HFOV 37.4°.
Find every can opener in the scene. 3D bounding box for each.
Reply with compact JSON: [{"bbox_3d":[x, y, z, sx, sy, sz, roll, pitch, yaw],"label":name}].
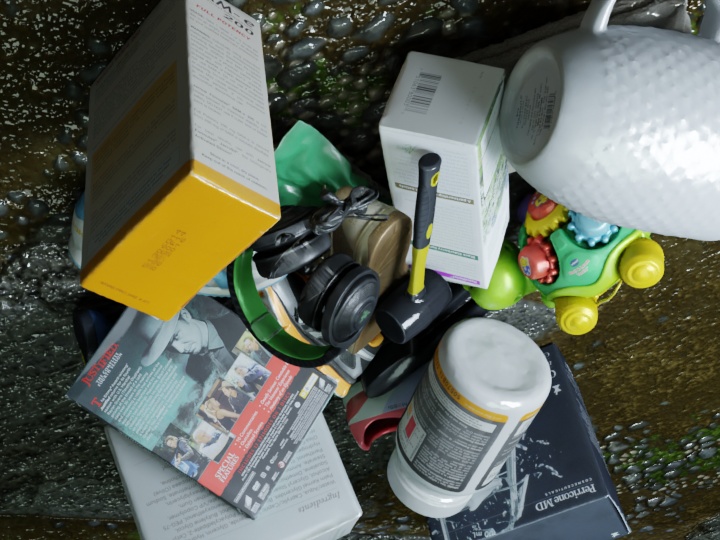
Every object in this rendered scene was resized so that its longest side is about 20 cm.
[{"bbox_3d":[0.081,0.057,1.081,0.200,0.079,0.063,-40,128,17],"label":"can opener"}]

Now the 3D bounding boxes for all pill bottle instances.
[{"bbox_3d":[0.101,0.152,1.065,0.116,0.117,0.201,5,133,-22],"label":"pill bottle"}]

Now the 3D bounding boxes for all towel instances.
[{"bbox_3d":[0.173,-0.152,0.867,0.199,0.035,0.133,-17,141,7],"label":"towel"}]

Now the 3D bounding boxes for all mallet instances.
[{"bbox_3d":[0.054,-0.023,0.849,0.066,0.041,0.201,-36,151,-34],"label":"mallet"}]

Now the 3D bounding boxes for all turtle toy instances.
[{"bbox_3d":[0.180,-0.024,0.959,0.101,0.146,0.200,35,124,-21],"label":"turtle toy"}]

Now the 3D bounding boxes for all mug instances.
[{"bbox_3d":[0.204,-0.130,0.776,0.174,0.148,0.201,7,107,-22],"label":"mug"}]

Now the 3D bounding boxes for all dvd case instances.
[{"bbox_3d":[-0.139,0.107,0.951,0.199,0.146,0.022,34,162,-7],"label":"dvd case"}]

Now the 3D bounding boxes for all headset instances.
[{"bbox_3d":[-0.044,0.003,0.812,0.094,0.124,0.200,-35,169,-45],"label":"headset"}]

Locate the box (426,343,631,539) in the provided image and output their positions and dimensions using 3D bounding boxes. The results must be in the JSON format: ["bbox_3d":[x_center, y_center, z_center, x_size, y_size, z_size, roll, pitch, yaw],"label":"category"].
[{"bbox_3d":[0.170,0.221,1.201,0.199,0.197,0.124,-23,142,12],"label":"box"}]

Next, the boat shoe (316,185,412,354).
[{"bbox_3d":[0.000,0.000,0.914,0.071,0.064,0.200,-42,159,-29],"label":"boat shoe"}]

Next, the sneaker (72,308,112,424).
[{"bbox_3d":[-0.227,0.094,1.038,0.078,0.066,0.201,-18,144,-12],"label":"sneaker"}]

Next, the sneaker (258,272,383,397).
[{"bbox_3d":[-0.045,0.041,1.022,0.077,0.078,0.200,-41,137,-4],"label":"sneaker"}]

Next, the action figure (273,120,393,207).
[{"bbox_3d":[-0.027,-0.060,0.905,0.118,0.055,0.200,-37,143,26],"label":"action figure"}]

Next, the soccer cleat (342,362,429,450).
[{"bbox_3d":[0.078,0.135,1.164,0.199,0.073,0.068,-22,141,11],"label":"soccer cleat"}]

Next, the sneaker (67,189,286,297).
[{"bbox_3d":[-0.138,-0.032,0.890,0.199,0.077,0.081,3,140,-22],"label":"sneaker"}]

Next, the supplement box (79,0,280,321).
[{"bbox_3d":[-0.125,-0.085,0.724,0.073,0.201,0.126,26,129,-35],"label":"supplement box"}]

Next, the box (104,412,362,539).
[{"bbox_3d":[-0.122,0.211,1.052,0.199,0.172,0.199,-20,164,-11],"label":"box"}]

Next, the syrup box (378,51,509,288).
[{"bbox_3d":[0.073,-0.075,0.862,0.081,0.079,0.200,14,151,16],"label":"syrup box"}]
